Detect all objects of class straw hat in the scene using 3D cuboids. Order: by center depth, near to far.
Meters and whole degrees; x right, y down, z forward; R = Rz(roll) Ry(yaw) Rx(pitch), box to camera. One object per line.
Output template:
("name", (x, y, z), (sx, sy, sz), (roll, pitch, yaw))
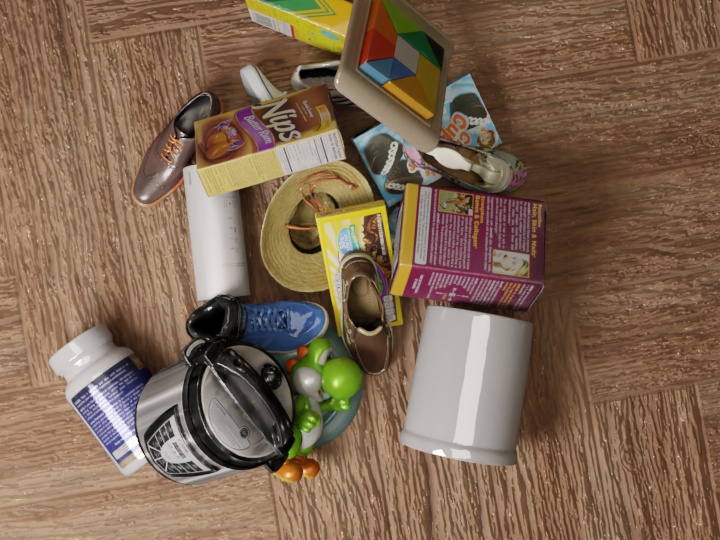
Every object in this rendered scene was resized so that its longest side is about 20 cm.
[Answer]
("straw hat", (-0.075, -0.077, 1.277), (0.200, 0.085, 0.202), (-14, 120, -26))

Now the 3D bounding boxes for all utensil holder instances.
("utensil holder", (0.154, 0.161, 1.244), (0.169, 0.170, 0.201), (9, 86, -1))

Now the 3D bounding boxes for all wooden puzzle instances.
("wooden puzzle", (0.057, -0.290, 1.204), (0.185, 0.037, 0.201), (31, 58, -31))

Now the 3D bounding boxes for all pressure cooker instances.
("pressure cooker", (-0.187, 0.186, 1.165), (0.175, 0.199, 0.180), (19, 58, -41))

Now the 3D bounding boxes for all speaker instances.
("speaker", (-0.211, -0.055, 1.280), (0.081, 0.081, 0.201), (-7, 89, -2))

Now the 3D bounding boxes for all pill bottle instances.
("pill bottle", (-0.351, 0.184, 1.253), (0.116, 0.116, 0.200), (-37, 90, -2))

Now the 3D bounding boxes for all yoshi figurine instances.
("yoshi figurine", (-0.057, 0.199, 1.233), (0.111, 0.112, 0.201), (15, 90, -25))

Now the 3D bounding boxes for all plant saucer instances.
("plant saucer", (-0.095, 0.172, 1.301), (0.199, 0.036, 0.201), (0, 89, -2))

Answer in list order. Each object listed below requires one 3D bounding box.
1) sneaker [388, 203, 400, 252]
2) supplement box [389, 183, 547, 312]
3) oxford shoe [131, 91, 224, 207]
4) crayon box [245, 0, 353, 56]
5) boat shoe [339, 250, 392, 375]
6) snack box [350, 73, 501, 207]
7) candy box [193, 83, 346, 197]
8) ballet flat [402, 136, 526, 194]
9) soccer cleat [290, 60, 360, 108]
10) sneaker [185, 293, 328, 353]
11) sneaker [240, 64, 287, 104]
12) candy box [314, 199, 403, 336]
("sneaker", (0.130, -0.046, 1.292), (0.199, 0.078, 0.090), (20, 85, -1))
("supplement box", (0.148, -0.031, 1.204), (0.199, 0.103, 0.132), (8, 64, -2))
("oxford shoe", (-0.278, -0.184, 1.285), (0.071, 0.073, 0.201), (33, 88, -1))
("crayon box", (-0.065, -0.367, 1.269), (0.199, 0.127, 0.051), (22, 89, -2))
("boat shoe", (0.005, 0.076, 1.248), (0.074, 0.075, 0.203), (-14, 118, 0))
("snack box", (0.099, -0.195, 1.300), (0.199, 0.037, 0.117), (-30, 105, -2))
("candy box", (-0.127, -0.182, 1.204), (0.199, 0.057, 0.117), (-15, 45, 1))
("ballet flat", (0.158, -0.152, 1.264), (0.199, 0.071, 0.070), (16, 103, -15))
("soccer cleat", (-0.005, -0.276, 1.288), (0.199, 0.085, 0.069), (5, 88, -1))
("sneaker", (-0.150, 0.076, 1.238), (0.199, 0.111, 0.077), (-5, 75, 9))
("sneaker", (-0.101, -0.230, 1.299), (0.071, 0.073, 0.200), (-38, 99, -11))
("candy box", (0.000, 0.000, 1.267), (0.102, 0.026, 0.201), (-10, 119, 1))
